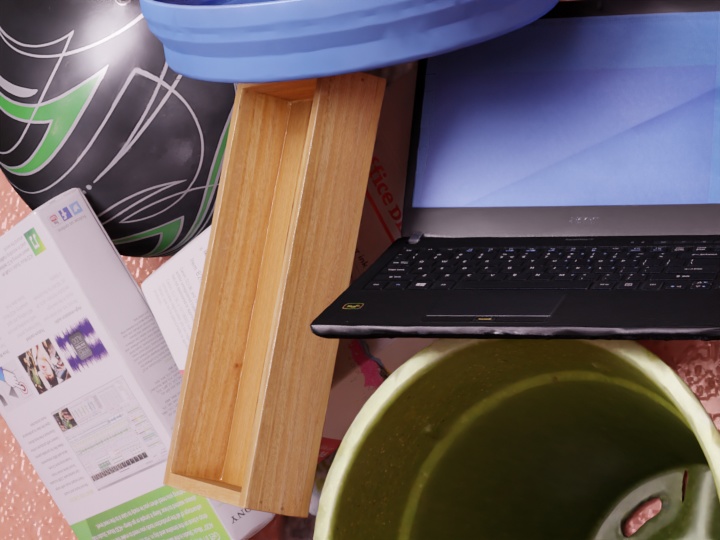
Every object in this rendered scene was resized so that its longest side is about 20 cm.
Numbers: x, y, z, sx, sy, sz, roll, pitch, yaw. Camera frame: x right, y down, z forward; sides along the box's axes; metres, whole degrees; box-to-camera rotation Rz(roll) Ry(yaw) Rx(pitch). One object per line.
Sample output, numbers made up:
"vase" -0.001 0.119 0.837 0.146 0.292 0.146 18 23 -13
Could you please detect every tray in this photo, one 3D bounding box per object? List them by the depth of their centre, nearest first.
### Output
"tray" -0.040 0.008 0.987 0.099 0.037 0.201 2 80 64

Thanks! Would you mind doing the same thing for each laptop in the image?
"laptop" 0.087 -0.048 0.917 0.177 0.200 0.104 -1 107 20

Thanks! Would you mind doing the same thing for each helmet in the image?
"helmet" -0.111 -0.105 1.145 0.191 0.200 0.200 35 98 41

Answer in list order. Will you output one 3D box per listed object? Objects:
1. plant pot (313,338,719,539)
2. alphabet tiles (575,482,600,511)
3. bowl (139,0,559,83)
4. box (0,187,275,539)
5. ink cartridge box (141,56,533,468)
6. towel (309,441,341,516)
"plant pot" 0.111 0.133 0.944 0.199 0.190 0.201 -8 75 31
"alphabet tiles" 0.060 0.052 1.101 0.200 0.015 0.196 -51 55 12
"bowl" -0.002 -0.130 0.984 0.200 0.200 0.040 2 111 33
"box" -0.141 0.068 1.129 0.144 0.036 0.200 -26 94 52
"ink cartridge box" 0.000 0.000 1.050 0.200 0.067 0.117 -38 62 20
"towel" 0.027 0.020 1.097 0.200 0.048 0.172 -35 63 22
